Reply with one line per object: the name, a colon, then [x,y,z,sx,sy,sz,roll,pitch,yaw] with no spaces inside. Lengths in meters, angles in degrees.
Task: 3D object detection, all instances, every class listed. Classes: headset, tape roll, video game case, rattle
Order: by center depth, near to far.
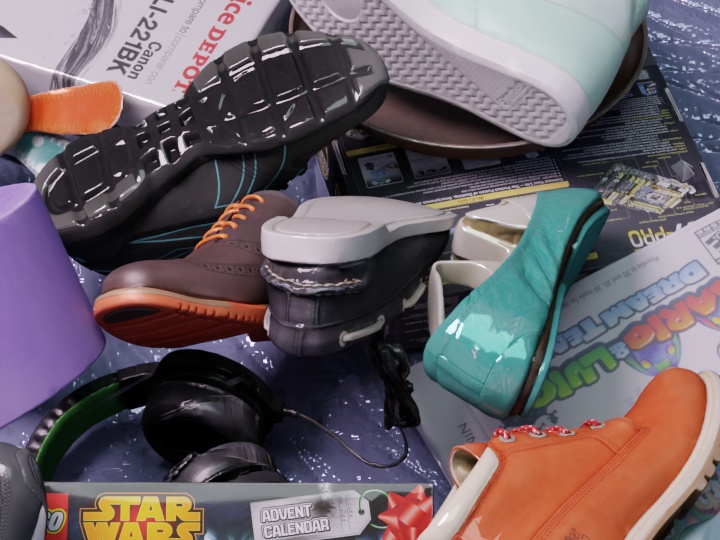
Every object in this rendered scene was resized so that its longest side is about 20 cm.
tape roll: [-0.227,0.037,1.128,0.200,0.085,0.200,-23,13,5]
headset: [-0.070,0.085,1.161,0.200,0.094,0.124,-12,50,-2]
video game case: [0.143,0.078,1.191,0.200,0.024,0.182,-27,55,-6]
rattle: [-0.231,-0.082,1.311,0.200,0.130,0.143,-16,6,-5]

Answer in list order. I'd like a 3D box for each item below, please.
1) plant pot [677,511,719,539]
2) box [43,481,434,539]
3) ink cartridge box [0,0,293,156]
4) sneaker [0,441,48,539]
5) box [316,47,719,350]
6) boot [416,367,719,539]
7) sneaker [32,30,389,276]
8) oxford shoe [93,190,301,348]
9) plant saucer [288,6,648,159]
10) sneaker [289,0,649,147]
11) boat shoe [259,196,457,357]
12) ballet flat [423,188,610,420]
plant pot: [0.217,0.161,1.060,0.134,0.200,0.201,-12,45,21]
box: [-0.066,0.165,1.085,0.199,0.040,0.137,0,79,-2]
ink cartridge box: [-0.147,-0.131,1.354,0.200,0.084,0.144,19,51,12]
sneaker: [-0.225,0.141,1.053,0.200,0.085,0.075,-37,61,17]
box: [0.088,-0.043,1.311,0.200,0.049,0.161,-10,48,-11]
boot: [0.100,0.093,1.092,0.107,0.075,0.200,34,44,7]
sneaker: [-0.073,-0.059,1.245,0.200,0.079,0.076,-24,50,8]
oxford shoe: [-0.066,-0.002,1.189,0.071,0.200,0.073,-11,84,30]
plant saucer: [0.060,-0.125,1.334,0.200,0.032,0.200,0,44,0]
sneaker: [0.056,-0.153,1.287,0.200,0.074,0.118,30,57,14]
boat shoe: [0.000,0.000,1.162,0.074,0.060,0.200,5,9,12]
ballet flat: [0.073,0.002,1.164,0.070,0.067,0.200,25,30,3]
